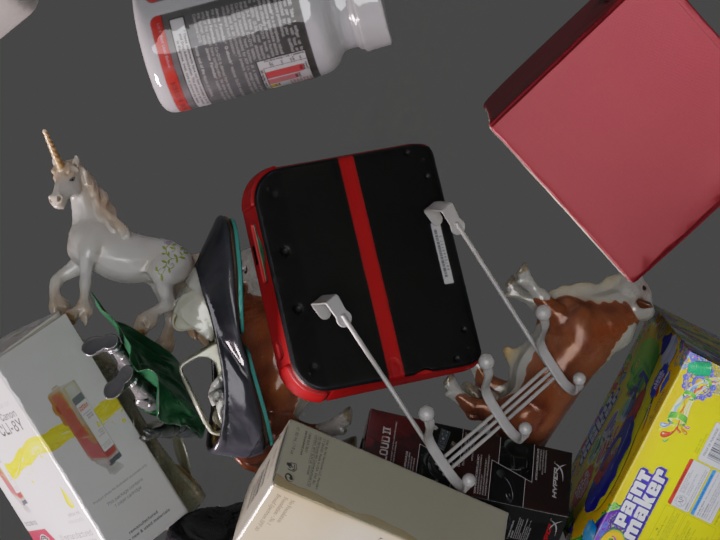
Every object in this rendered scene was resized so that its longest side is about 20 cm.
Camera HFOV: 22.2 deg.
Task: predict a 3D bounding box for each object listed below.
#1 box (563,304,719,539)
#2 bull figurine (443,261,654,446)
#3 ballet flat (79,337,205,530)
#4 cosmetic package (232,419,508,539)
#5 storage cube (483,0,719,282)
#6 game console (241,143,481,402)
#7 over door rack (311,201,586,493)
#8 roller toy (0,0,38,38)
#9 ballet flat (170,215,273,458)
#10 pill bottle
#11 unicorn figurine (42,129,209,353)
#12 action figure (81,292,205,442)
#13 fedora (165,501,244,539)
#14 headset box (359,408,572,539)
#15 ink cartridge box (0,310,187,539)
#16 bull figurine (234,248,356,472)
[{"bbox_3d":[0.265,0.160,1.527,0.121,0.193,0.202,25,98,-3],"label":"box"},{"bbox_3d":[0.163,0.064,1.579,0.121,0.065,0.201,33,96,0],"label":"bull figurine"},{"bbox_3d":[-0.200,0.132,1.608,0.062,0.067,0.202,-32,102,-24],"label":"ballet flat"},{"bbox_3d":[0.007,0.210,1.477,0.198,0.074,0.104,24,133,-8],"label":"cosmetic package"},{"bbox_3d":[0.220,-0.127,1.493,0.180,0.171,0.200,-43,97,9],"label":"storage cube"},{"bbox_3d":[0.000,0.000,1.539,0.175,0.031,0.202,-10,81,-22],"label":"game console"},{"bbox_3d":[0.077,0.058,1.495,0.147,0.067,0.201,-38,89,-22],"label":"over door rack"},{"bbox_3d":[-0.352,-0.257,1.473,0.139,0.200,0.183,-36,77,6],"label":"roller toy"},{"bbox_3d":[-0.119,0.059,1.504,0.072,0.073,0.202,-9,97,3],"label":"ballet flat"},{"bbox_3d":[-0.080,-0.208,1.512,0.198,0.116,0.117,-13,99,3],"label":"pill bottle"},{"bbox_3d":[-0.212,-0.011,1.569,0.198,0.074,0.139,24,70,-21],"label":"unicorn figurine"},{"bbox_3d":[-0.170,0.101,1.522,0.054,0.200,0.119,-30,67,3],"label":"action figure"},{"bbox_3d":[-0.111,0.249,1.546,0.198,0.201,0.093,-8,98,2],"label":"fedora"},{"bbox_3d":[0.067,0.208,1.566,0.198,0.078,0.150,13,133,0],"label":"headset box"},{"bbox_3d":[-0.256,0.149,1.554,0.083,0.145,0.201,-35,98,-32],"label":"ink cartridge box"},{"bbox_3d":[-0.060,0.075,1.574,0.120,0.065,0.203,5,99,9],"label":"bull figurine"}]
